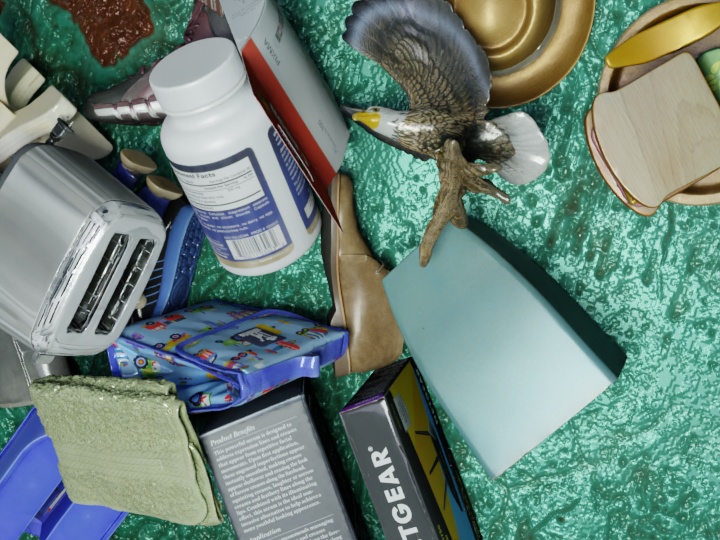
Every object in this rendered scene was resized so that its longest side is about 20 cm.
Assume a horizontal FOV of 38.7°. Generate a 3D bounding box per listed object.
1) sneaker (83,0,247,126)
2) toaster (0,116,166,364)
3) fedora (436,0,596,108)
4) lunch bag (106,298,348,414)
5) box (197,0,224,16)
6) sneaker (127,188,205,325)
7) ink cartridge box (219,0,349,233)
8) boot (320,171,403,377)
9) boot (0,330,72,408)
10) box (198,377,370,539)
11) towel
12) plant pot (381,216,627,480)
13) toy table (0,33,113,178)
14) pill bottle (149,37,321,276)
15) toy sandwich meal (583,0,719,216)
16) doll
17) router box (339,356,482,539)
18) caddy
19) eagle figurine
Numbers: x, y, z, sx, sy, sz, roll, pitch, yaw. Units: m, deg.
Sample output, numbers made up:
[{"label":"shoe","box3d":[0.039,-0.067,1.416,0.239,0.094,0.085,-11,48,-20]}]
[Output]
[{"label":"sneaker","box3d":[-0.178,-0.207,1.009,0.197,0.076,0.118,-5,92,4]},{"label":"toaster","box3d":[-0.260,-0.019,0.915,0.128,0.113,0.202,32,98,25]},{"label":"fedora","box3d":[0.118,-0.247,0.916,0.197,0.082,0.204,2,99,13]},{"label":"lunch bag","box3d":[-0.117,0.089,0.959,0.198,0.150,0.096,0,100,37]},{"label":"box","box3d":[-0.181,-0.340,0.961,0.199,0.075,0.101,35,72,5]},{"label":"sneaker","box3d":[-0.222,0.015,1.054,0.077,0.070,0.203,22,98,15]},{"label":"ink cartridge box","box3d":[-0.054,-0.153,0.885,0.057,0.201,0.163,-31,131,3]},{"label":"boot","box3d":[0.000,0.000,1.003,0.074,0.074,0.203,-7,102,-4]},{"label":"boot","box3d":[-0.341,0.036,1.081,0.180,0.072,0.203,-15,89,29]},{"label":"box","box3d":[-0.067,0.217,0.993,0.106,0.148,0.203,-20,93,0]},{"label":"towel","box3d":[-0.219,0.164,0.944,0.198,0.036,0.150,2,117,34]},{"label":"plant pot","box3d":[0.121,0.055,0.939,0.141,0.141,0.201,-42,81,16]},{"label":"toy table","box3d":[-0.340,-0.140,0.993,0.117,0.184,0.200,-46,48,-4]},{"label":"pill bottle","box3d":[-0.116,-0.104,0.941,0.109,0.112,0.202,-10,128,15]},{"label":"toy sandwich meal","box3d":[0.293,-0.146,0.897,0.202,0.070,0.209,2,100,13]},{"label":"doll","box3d":[-0.250,-0.013,1.001,0.136,0.048,0.201,42,108,18]},{"label":"router box","box3d":[0.052,0.198,0.971,0.050,0.149,0.203,-20,95,16]},{"label":"caddy","box3d":[-0.310,0.218,1.088,0.141,0.105,0.201,34,106,-19]},{"label":"eagle figurine","box3d":[0.055,-0.135,0.890,0.151,0.201,0.151,-37,132,18]}]
